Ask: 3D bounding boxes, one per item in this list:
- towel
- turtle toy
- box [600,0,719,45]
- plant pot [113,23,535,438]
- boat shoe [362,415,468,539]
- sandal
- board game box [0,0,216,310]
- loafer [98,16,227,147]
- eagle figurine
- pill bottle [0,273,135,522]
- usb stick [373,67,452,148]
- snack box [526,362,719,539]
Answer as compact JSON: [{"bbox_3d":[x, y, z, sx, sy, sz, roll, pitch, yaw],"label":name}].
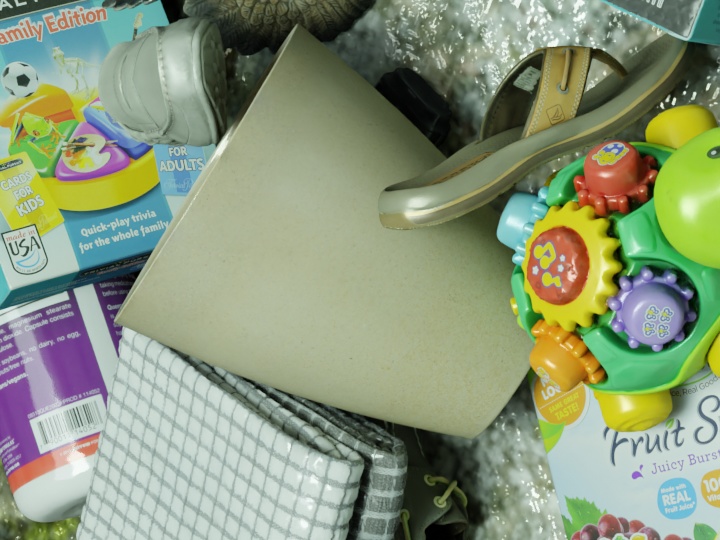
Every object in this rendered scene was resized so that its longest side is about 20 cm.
[{"bbox_3d":[-0.065,0.136,1.567,0.200,0.085,0.166,31,115,44],"label":"towel"},{"bbox_3d":[0.143,-0.010,1.398,0.200,0.101,0.146,-30,67,42],"label":"turtle toy"},{"bbox_3d":[0.182,-0.222,1.442,0.082,0.049,0.200,29,106,31],"label":"box"},{"bbox_3d":[0.000,0.000,1.521,0.200,0.187,0.187,32,116,-6],"label":"plant pot"},{"bbox_3d":[0.034,0.149,1.575,0.060,0.072,0.202,-17,72,22],"label":"boat shoe"},{"bbox_3d":[0.089,-0.082,1.445,0.054,0.200,0.080,65,160,-8],"label":"sandal"},{"bbox_3d":[-0.174,-0.093,1.658,0.200,0.151,0.047,69,155,10],"label":"board game box"},{"bbox_3d":[-0.109,-0.099,1.552,0.070,0.200,0.070,-3,85,-5],"label":"loafer"},{"bbox_3d":[-0.034,-0.201,1.558,0.200,0.152,0.151,-62,23,4],"label":"eagle figurine"},{"bbox_3d":[-0.181,0.043,1.700,0.112,0.112,0.200,-27,77,34],"label":"pill bottle"},{"bbox_3d":[-0.017,-0.029,1.623,0.055,0.033,0.200,50,120,23],"label":"usb stick"},{"bbox_3d":[0.193,0.092,1.467,0.200,0.053,0.143,-18,82,36],"label":"snack box"}]
